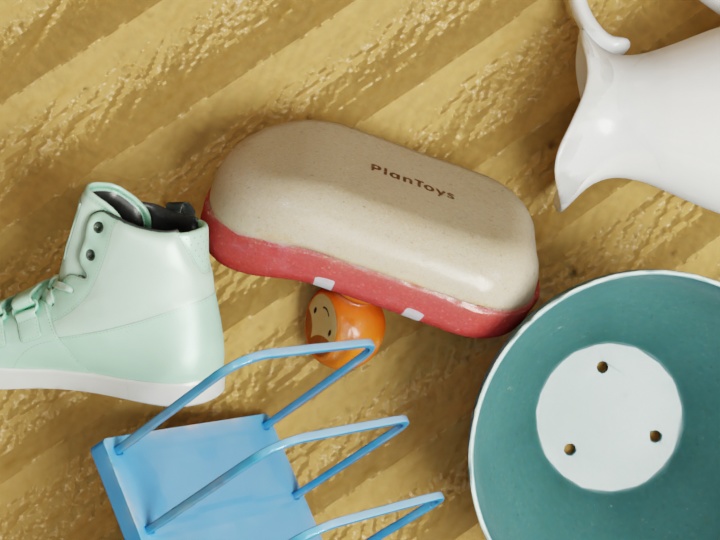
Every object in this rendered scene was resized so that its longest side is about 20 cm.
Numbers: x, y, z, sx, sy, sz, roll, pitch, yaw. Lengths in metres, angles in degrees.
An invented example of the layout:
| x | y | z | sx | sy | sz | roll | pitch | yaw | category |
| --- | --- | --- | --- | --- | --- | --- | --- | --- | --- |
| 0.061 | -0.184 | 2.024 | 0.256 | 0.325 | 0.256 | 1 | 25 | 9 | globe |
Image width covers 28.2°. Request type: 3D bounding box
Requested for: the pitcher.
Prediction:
| x | y | z | sx | sy | sz | roll | pitch | yaw | category |
| --- | --- | --- | --- | --- | --- | --- | --- | --- | --- |
| 0.218 | -0.115 | 0.855 | 0.197 | 0.121 | 0.174 | 3 | 81 | 8 | pitcher |

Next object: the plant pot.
| x | y | z | sx | sy | sz | roll | pitch | yaw | category |
| --- | --- | --- | --- | --- | --- | --- | --- | --- | --- |
| 0.155 | 0.096 | 0.832 | 0.197 | 0.135 | 0.203 | 0 | 94 | -1 | plant pot |

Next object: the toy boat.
| x | y | z | sx | sy | sz | roll | pitch | yaw | category |
| --- | --- | --- | --- | --- | --- | --- | --- | --- | --- |
| 0.000 | 0.000 | 0.841 | 0.198 | 0.131 | 0.132 | 19 | 118 | -6 | toy boat |

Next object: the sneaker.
| x | y | z | sx | sy | sz | roll | pitch | yaw | category |
| --- | --- | --- | --- | --- | --- | --- | --- | --- | --- |
| -0.171 | 0.005 | 0.809 | 0.198 | 0.074 | 0.120 | 4 | 106 | 11 | sneaker |

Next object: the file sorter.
| x | y | z | sx | sy | sz | roll | pitch | yaw | category |
| --- | --- | --- | --- | --- | --- | --- | --- | --- | --- |
| -0.026 | 0.152 | 0.766 | 0.122 | 0.138 | 0.202 | -36 | 71 | 32 | file sorter |

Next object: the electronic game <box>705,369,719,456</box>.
| x | y | z | sx | sy | sz | roll | pitch | yaw | category |
| --- | --- | --- | --- | --- | --- | --- | --- | --- | --- |
| 0.313 | 0.080 | 0.890 | 0.197 | 0.042 | 0.203 | 0 | 97 | -3 | electronic game |
